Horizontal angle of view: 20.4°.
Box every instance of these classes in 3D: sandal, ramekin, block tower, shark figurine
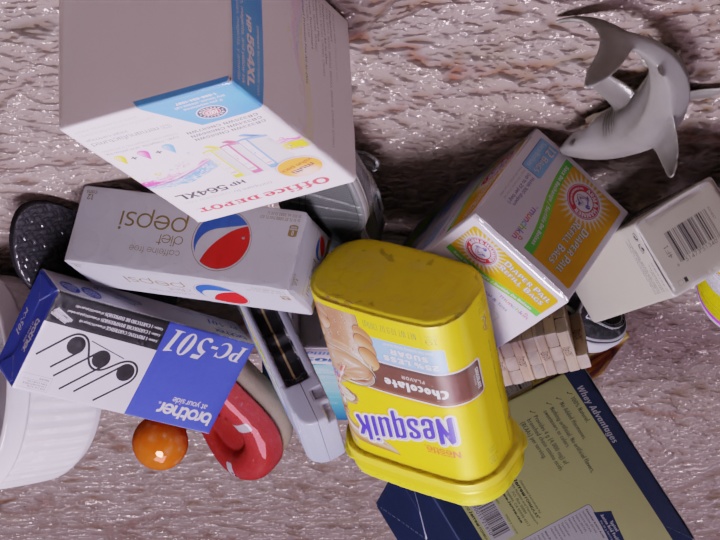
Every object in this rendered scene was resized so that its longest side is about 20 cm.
[{"bbox_3d":[-0.234,0.000,1.695,0.045,0.075,0.200,27,174,40],"label":"sandal"},{"bbox_3d":[-0.310,0.097,1.769,0.105,0.200,0.200,1,160,-37],"label":"ramekin"},{"bbox_3d":[0.095,0.071,1.745,0.200,0.054,0.058,-14,134,10],"label":"block tower"},{"bbox_3d":[0.209,-0.115,1.446,0.128,0.090,0.215,-6,160,4],"label":"shark figurine"}]

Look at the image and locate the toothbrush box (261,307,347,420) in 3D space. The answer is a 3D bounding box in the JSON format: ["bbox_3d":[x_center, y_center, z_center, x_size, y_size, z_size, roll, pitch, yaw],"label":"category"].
[{"bbox_3d":[-0.007,0.071,1.881,0.146,0.085,0.200,2,158,-11],"label":"toothbrush box"}]

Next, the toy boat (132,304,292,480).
[{"bbox_3d":[-0.159,0.129,1.850,0.200,0.131,0.130,48,162,-29],"label":"toy boat"}]

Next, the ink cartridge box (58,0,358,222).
[{"bbox_3d":[-0.091,-0.125,1.320,0.128,0.125,0.200,-13,156,23],"label":"ink cartridge box"}]

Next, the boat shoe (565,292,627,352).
[{"bbox_3d":[0.183,0.010,1.776,0.068,0.074,0.199,-27,133,36],"label":"boat shoe"}]

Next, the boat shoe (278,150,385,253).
[{"bbox_3d":[-0.016,-0.057,1.604,0.074,0.065,0.202,11,157,17],"label":"boat shoe"}]

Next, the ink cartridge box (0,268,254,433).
[{"bbox_3d":[-0.195,0.070,1.684,0.200,0.044,0.094,17,107,-37],"label":"ink cartridge box"}]

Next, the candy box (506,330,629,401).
[{"bbox_3d":[0.150,0.104,1.919,0.200,0.056,0.117,-25,163,-16],"label":"candy box"}]

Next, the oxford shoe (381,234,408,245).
[{"bbox_3d":[0.000,0.000,1.744,0.200,0.058,0.075,9,153,-33],"label":"oxford shoe"}]

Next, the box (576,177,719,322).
[{"bbox_3d":[0.235,-0.014,1.629,0.082,0.068,0.200,-30,180,-15],"label":"box"}]

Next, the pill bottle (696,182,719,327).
[{"bbox_3d":[0.334,-0.021,1.674,0.104,0.104,0.200,-5,158,6],"label":"pill bottle"}]

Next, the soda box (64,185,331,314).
[{"bbox_3d":[-0.129,-0.016,1.597,0.200,0.068,0.064,7,163,22],"label":"soda box"}]

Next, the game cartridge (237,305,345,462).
[{"bbox_3d":[-0.070,0.063,1.703,0.040,0.200,0.133,-25,158,-2],"label":"game cartridge"}]

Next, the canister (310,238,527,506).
[{"bbox_3d":[0.045,0.080,1.597,0.148,0.087,0.200,15,138,30],"label":"canister"}]

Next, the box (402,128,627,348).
[{"bbox_3d":[0.104,-0.010,1.613,0.101,0.113,0.200,42,147,-6],"label":"box"}]

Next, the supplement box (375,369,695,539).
[{"bbox_3d":[0.158,0.231,1.847,0.200,0.200,0.134,-24,161,-23],"label":"supplement box"}]
